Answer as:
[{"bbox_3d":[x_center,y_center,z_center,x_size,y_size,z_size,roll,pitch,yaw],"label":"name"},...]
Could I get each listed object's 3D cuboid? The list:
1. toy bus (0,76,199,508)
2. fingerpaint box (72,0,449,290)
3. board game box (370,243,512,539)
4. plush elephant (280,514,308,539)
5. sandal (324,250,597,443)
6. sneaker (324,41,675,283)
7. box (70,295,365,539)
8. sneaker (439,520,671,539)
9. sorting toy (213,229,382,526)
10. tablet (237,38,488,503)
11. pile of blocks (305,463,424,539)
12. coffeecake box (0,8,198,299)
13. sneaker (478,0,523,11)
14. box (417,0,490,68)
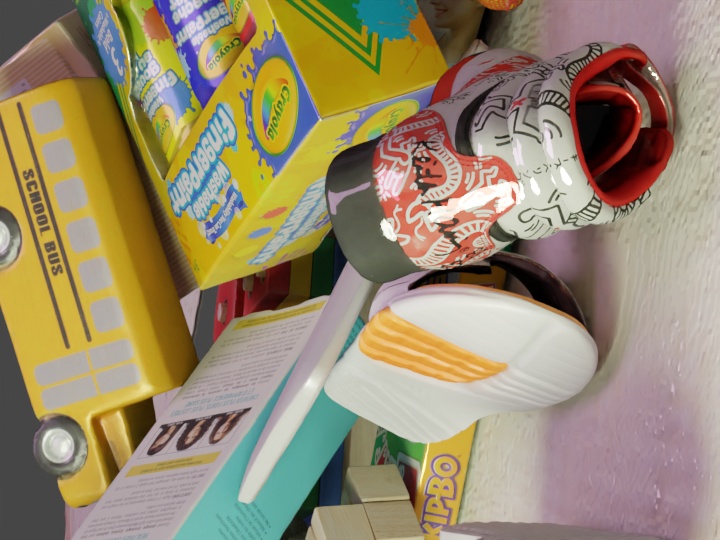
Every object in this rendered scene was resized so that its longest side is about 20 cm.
[{"bbox_3d":[-0.136,0.011,1.147,0.065,0.078,0.201,-13,-95,-73],"label":"toy bus"},{"bbox_3d":[-0.054,-0.108,1.073,0.167,0.073,0.200,65,154,12],"label":"fingerpaint box"},{"bbox_3d":[0.036,0.044,1.065,0.096,0.030,0.201,-118,39,-69],"label":"board game box"},{"bbox_3d":[-0.061,0.183,1.143,0.155,0.200,0.165,-51,40,-3],"label":"plush elephant"},{"bbox_3d":[0.037,0.021,0.942,0.059,0.079,0.207,-67,13,-18],"label":"sandal"},{"bbox_3d":[0.073,-0.051,0.864,0.201,0.108,0.068,-36,-73,-62],"label":"sneaker"},{"bbox_3d":[-0.067,0.098,1.075,0.082,0.049,0.200,-14,31,43],"label":"box"},{"bbox_3d":[0.068,0.146,0.789,0.200,0.072,0.115,121,151,-84],"label":"sneaker"},{"bbox_3d":[-0.042,0.067,1.291,0.199,0.069,0.201,136,139,-71],"label":"sorting toy"},{"bbox_3d":[0.000,0.000,1.026,0.200,0.014,0.130,-63,1,-33],"label":"tablet"},{"bbox_3d":[-0.007,0.189,1.021,0.082,0.062,0.201,146,120,-67],"label":"pile of blocks"},{"bbox_3d":[-0.104,-0.080,1.276,0.073,0.154,0.200,-34,5,26],"label":"coffeecake box"},{"bbox_3d":[0.010,-0.180,0.977,0.200,0.077,0.073,50,-170,-38],"label":"sneaker"},{"bbox_3d":[0.022,-0.139,1.136,0.117,0.060,0.201,-99,20,-49],"label":"box"}]
